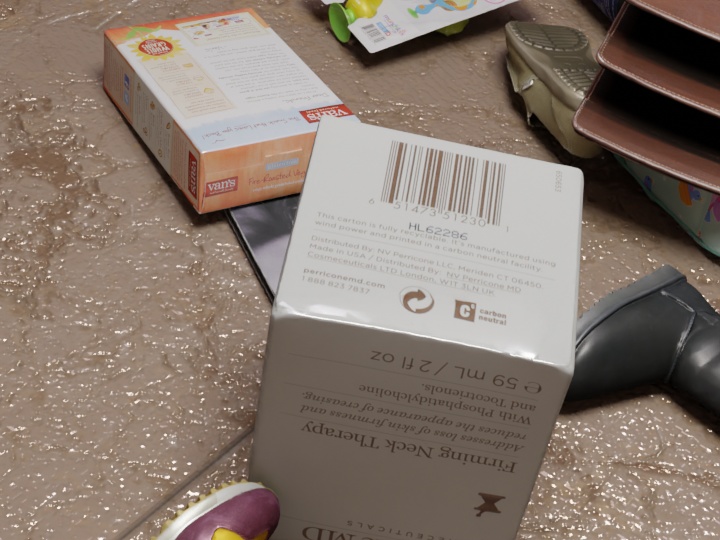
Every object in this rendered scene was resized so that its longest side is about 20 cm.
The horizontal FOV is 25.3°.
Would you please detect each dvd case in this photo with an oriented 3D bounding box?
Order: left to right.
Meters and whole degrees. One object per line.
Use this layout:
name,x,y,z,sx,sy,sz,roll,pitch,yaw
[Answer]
dvd case,0.000,0.000,1.160,0.147,0.016,0.201,-9,43,-22

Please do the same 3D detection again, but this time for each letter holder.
letter holder,0.274,-0.138,1.197,0.198,0.101,0.143,22,44,11

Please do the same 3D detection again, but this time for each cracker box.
cracker box,-0.104,-0.129,1.248,0.132,0.058,0.200,-12,39,-26

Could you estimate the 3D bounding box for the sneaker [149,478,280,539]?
sneaker,-0.098,0.198,0.865,0.090,0.075,0.200,38,52,19

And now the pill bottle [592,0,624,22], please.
pill bottle,0.266,-0.273,1.473,0.111,0.113,0.201,-10,44,-23

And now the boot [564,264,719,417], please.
boot,0.241,0.089,1.077,0.200,0.066,0.164,39,49,24

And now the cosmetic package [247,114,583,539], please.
cosmetic package,0.030,0.049,0.951,0.165,0.201,0.168,10,45,0

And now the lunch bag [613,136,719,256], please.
lunch bag,0.305,-0.099,1.298,0.159,0.078,0.201,-12,44,-25

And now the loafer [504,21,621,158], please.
loafer,0.162,-0.155,1.345,0.075,0.069,0.201,4,26,-11

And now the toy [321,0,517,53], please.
toy,0.060,-0.243,1.441,0.198,0.048,0.115,-20,51,-27
